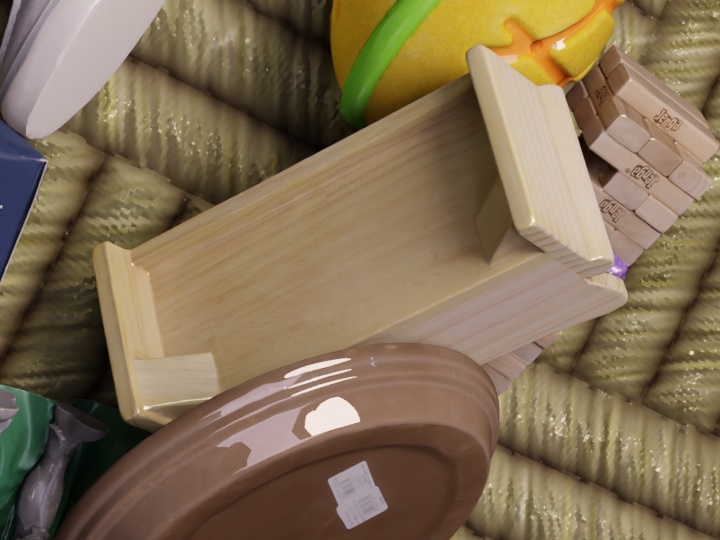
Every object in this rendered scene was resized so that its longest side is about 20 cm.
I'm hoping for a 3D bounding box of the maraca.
[{"bbox_3d":[0.060,-0.127,0.878,0.107,0.200,0.137,46,38,8],"label":"maraca"}]

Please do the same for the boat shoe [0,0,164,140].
[{"bbox_3d":[-0.104,-0.150,0.862,0.068,0.072,0.200,32,110,12],"label":"boat shoe"}]

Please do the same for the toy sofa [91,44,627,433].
[{"bbox_3d":[0.000,0.000,0.870,0.200,0.083,0.098,-27,151,23],"label":"toy sofa"}]

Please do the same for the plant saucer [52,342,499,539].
[{"bbox_3d":[-0.029,0.101,0.880,0.200,0.029,0.200,-21,148,-14],"label":"plant saucer"}]

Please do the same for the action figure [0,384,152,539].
[{"bbox_3d":[-0.164,0.148,0.905,0.118,0.055,0.200,15,99,-26],"label":"action figure"}]

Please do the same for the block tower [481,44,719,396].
[{"bbox_3d":[0.061,0.000,0.921,0.058,0.054,0.200,35,110,-22],"label":"block tower"}]

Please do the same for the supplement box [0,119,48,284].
[{"bbox_3d":[-0.251,0.008,0.746,0.200,0.134,0.200,9,111,-43],"label":"supplement box"}]
